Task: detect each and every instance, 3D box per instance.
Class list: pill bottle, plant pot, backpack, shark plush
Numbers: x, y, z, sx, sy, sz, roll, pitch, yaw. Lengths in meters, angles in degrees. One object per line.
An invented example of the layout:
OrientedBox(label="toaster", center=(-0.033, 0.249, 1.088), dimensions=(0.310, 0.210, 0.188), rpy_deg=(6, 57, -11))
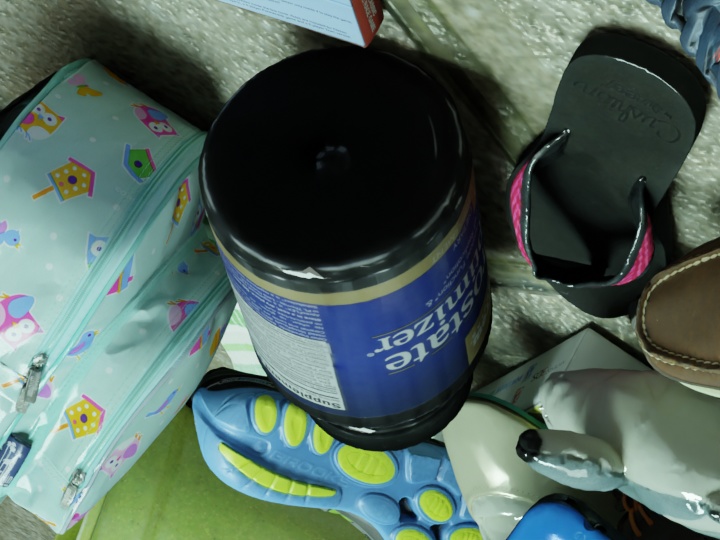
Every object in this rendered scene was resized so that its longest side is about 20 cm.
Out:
OrientedBox(label="pill bottle", center=(0.000, 0.000, 0.999), dimensions=(0.112, 0.112, 0.200), rpy_deg=(22, 157, 18))
OrientedBox(label="plant pot", center=(-0.092, 0.179, 1.429), dimensions=(0.184, 0.201, 0.200), rpy_deg=(20, 159, -9))
OrientedBox(label="backpack", center=(-0.139, 0.009, 1.076), dimensions=(0.153, 0.176, 0.200), rpy_deg=(28, 118, 5))
OrientedBox(label="shark plush", center=(0.159, 0.085, 0.943), dimensions=(0.199, 0.091, 0.083), rpy_deg=(20, 154, 22))

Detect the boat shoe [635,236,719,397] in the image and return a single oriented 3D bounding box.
OrientedBox(label="boat shoe", center=(0.172, 0.004, 0.835), dimensions=(0.075, 0.075, 0.202), rpy_deg=(15, 162, -42))

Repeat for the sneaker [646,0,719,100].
OrientedBox(label="sneaker", center=(0.125, -0.077, 0.717), dimensions=(0.200, 0.085, 0.075), rpy_deg=(28, 158, 5))

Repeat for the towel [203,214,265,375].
OrientedBox(label="towel", center=(-0.037, 0.029, 1.223), dimensions=(0.152, 0.023, 0.200), rpy_deg=(15, 153, 31))

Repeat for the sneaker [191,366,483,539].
OrientedBox(label="sneaker", center=(0.000, 0.096, 1.149), dimensions=(0.199, 0.071, 0.083), rpy_deg=(27, -168, -29))

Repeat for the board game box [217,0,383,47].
OrientedBox(label="board game box", center=(-0.090, -0.151, 0.908), dimensions=(0.199, 0.019, 0.103), rpy_deg=(20, 157, 23))

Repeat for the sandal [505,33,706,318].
OrientedBox(label="sandal", center=(0.091, -0.026, 0.920), dimensions=(0.075, 0.045, 0.200), rpy_deg=(24, 157, 9))

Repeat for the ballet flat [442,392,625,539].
OrientedBox(label="ballet flat", center=(0.104, 0.138, 1.110), dimensions=(0.200, 0.070, 0.069), rpy_deg=(41, 155, -25))

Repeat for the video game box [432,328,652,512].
OrientedBox(label="video game box", center=(0.149, 0.116, 1.155), dimensions=(0.200, 0.047, 0.182), rpy_deg=(33, 159, -8))

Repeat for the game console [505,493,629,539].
OrientedBox(label="game console", center=(0.140, 0.196, 1.046), dimensions=(0.200, 0.118, 0.171), rpy_deg=(39, 124, 10))

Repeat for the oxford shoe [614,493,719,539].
OrientedBox(label="oxford shoe", center=(0.152, 0.107, 1.017), dimensions=(0.072, 0.071, 0.201), rpy_deg=(6, 127, -1))
